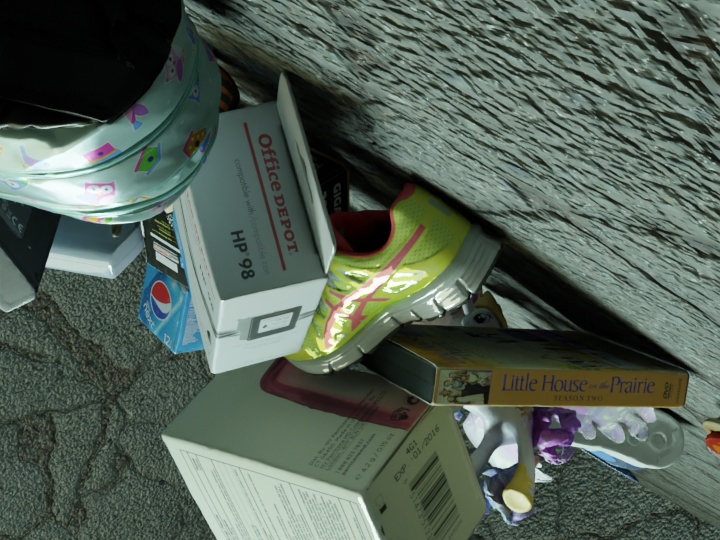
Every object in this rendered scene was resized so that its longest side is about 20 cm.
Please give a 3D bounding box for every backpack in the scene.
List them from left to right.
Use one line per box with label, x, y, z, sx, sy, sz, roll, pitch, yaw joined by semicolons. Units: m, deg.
backpack;-0.168;-0.107;0.622;0.199;0.168;0.127;14;161;16

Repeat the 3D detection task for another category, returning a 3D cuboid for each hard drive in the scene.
hard drive;-0.258;-0.083;0.863;0.140;0.033;0.201;58;-165;-30

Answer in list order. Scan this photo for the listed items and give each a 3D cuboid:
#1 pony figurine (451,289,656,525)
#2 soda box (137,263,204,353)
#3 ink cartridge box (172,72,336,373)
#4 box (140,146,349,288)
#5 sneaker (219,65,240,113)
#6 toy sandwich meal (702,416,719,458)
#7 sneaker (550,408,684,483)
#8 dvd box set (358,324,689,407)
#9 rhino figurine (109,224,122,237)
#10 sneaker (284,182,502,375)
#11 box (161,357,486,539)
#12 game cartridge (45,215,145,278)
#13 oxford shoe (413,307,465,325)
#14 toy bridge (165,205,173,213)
pony figurine;0.121;0.116;1.012;0.193;0.166;0.200;47;-146;-8
soda box;-0.095;0.019;1.111;0.199;0.065;0.068;-6;-149;-41
ink cartridge box;-0.071;-0.023;0.757;0.200;0.066;0.117;113;142;-68
box;-0.095;-0.040;0.955;0.199;0.049;0.161;27;136;33
sneaker;-0.171;-0.141;0.744;0.199;0.078;0.112;22;165;13
toy sandwich meal;0.330;0.178;0.898;0.204;0.071;0.205;31;176;2
sneaker;0.207;0.134;1.205;0.199;0.081;0.146;26;172;-7
dvd box set;0.110;0.067;0.881;0.199;0.030;0.146;3;-173;-24
rhino figurine;-0.211;-0.114;0.908;0.087;0.059;0.201;36;-147;-73
sneaker;0.000;0.000;0.832;0.090;0.078;0.200;43;131;-16
box;-0.026;0.150;0.916;0.199;0.109;0.128;9;133;39
game cartridge;-0.232;-0.081;1.102;0.132;0.201;0.042;6;137;10
oxford shoe;0.058;0.026;1.115;0.073;0.072;0.200;22;171;37
toy bridge;-0.180;-0.137;0.881;0.200;0.027;0.067;53;-152;-21
